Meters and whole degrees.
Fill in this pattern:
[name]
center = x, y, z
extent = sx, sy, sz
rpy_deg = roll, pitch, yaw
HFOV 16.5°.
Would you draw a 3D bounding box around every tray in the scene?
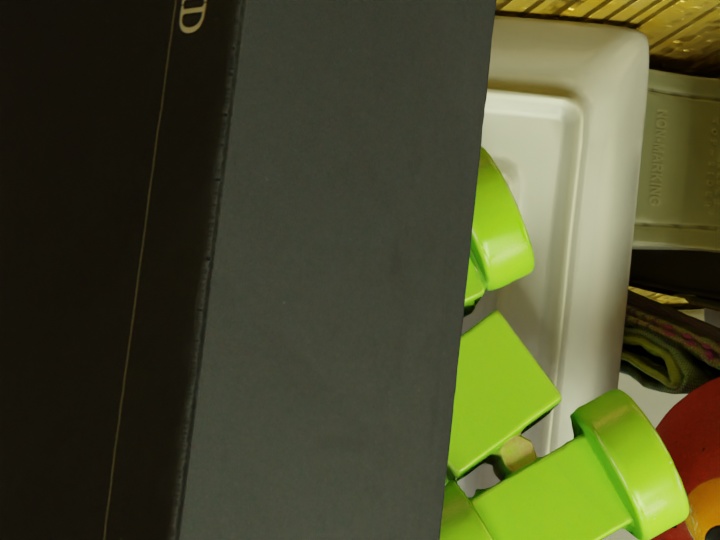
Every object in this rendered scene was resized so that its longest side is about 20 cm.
[tray]
center = 0.021, 0.028, 0.705
extent = 0.107, 0.201, 0.022
rpy_deg = 5, -172, 1

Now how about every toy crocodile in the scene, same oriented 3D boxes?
[toy crocodile]
center = 0.027, 0.030, 0.661
extent = 0.067, 0.201, 0.062
rpy_deg = -29, 174, -7

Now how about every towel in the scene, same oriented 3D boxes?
[towel]
center = 0.077, 0.015, 0.819
extent = 0.200, 0.023, 0.143
rpy_deg = 25, -176, 43

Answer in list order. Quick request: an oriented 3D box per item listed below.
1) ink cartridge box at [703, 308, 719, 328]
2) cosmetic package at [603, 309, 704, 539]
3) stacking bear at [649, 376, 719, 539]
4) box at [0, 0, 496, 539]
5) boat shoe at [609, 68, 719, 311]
[ink cartridge box]
center = 0.182, 0.054, 0.855
extent = 0.199, 0.117, 0.067
rpy_deg = -7, 164, 43
[cosmetic package]
center = 0.138, 0.096, 1.159
extent = 0.199, 0.124, 0.199
rpy_deg = -4, 165, 32
[stacking bear]
center = 0.156, 0.027, 0.653
extent = 0.200, 0.122, 0.114
rpy_deg = -40, 178, 30
[box]
center = -0.075, 0.000, 0.605
extent = 0.181, 0.201, 0.104
rpy_deg = -2, 164, 36
[boat shoe]
center = 0.125, -0.021, 0.741
extent = 0.200, 0.072, 0.061
rpy_deg = 12, 174, 7
